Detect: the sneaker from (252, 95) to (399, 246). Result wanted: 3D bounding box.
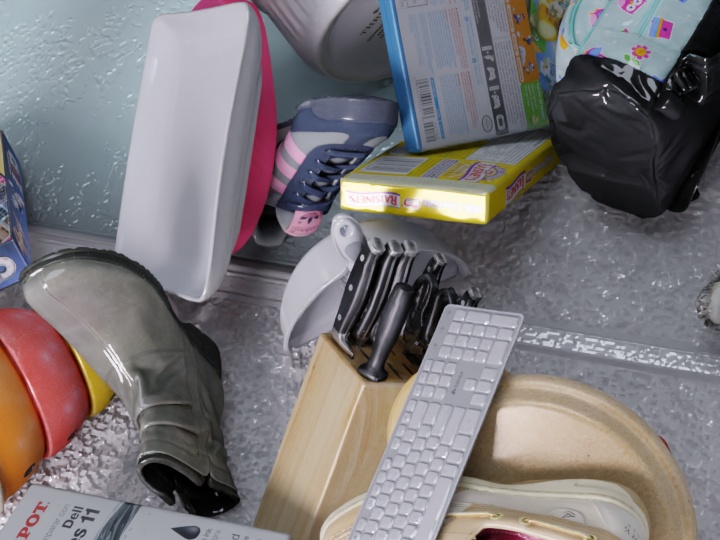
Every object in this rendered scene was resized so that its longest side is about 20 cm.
[{"bbox_3d":[-0.028,-0.068,1.311,0.070,0.200,0.082,5,78,-21],"label":"sneaker"}]

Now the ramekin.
[{"bbox_3d":[0.019,-0.222,1.376,0.202,0.202,0.094,-27,69,-2],"label":"ramekin"}]

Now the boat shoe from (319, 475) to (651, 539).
[{"bbox_3d":[0.065,0.163,1.085,0.200,0.074,0.069,-9,25,19],"label":"boat shoe"}]

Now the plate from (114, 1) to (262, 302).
[{"bbox_3d":[-0.117,-0.082,1.312,0.200,0.032,0.200,9,91,65],"label":"plate"}]

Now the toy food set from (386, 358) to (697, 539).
[{"bbox_3d":[0.104,0.156,1.140,0.200,0.049,0.198,7,104,15],"label":"toy food set"}]

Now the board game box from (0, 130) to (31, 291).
[{"bbox_3d":[-0.315,-0.026,1.388,0.135,0.035,0.200,-24,29,0],"label":"board game box"}]

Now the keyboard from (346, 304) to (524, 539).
[{"bbox_3d":[0.039,0.108,1.096,0.056,0.011,0.200,3,60,40],"label":"keyboard"}]

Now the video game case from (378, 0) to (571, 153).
[{"bbox_3d":[0.106,-0.168,1.311,0.200,0.018,0.143,-13,95,-30],"label":"video game case"}]

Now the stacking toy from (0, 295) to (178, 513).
[{"bbox_3d":[-0.214,0.067,1.313,0.200,0.146,0.146,-28,54,-21],"label":"stacking toy"}]

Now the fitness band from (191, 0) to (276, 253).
[{"bbox_3d":[-0.105,-0.108,1.369,0.037,0.144,0.200,6,54,-24],"label":"fitness band"}]

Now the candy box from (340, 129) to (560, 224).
[{"bbox_3d":[0.067,-0.070,1.286,0.102,0.026,0.200,9,18,19],"label":"candy box"}]

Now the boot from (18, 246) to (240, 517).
[{"bbox_3d":[-0.141,0.077,1.230,0.068,0.200,0.131,-28,49,18],"label":"boot"}]

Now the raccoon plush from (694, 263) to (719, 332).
[{"bbox_3d":[0.266,-0.022,1.266,0.134,0.097,0.200,-39,25,7],"label":"raccoon plush"}]

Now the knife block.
[{"bbox_3d":[-0.004,0.081,1.193,0.200,0.176,0.064,-35,40,-7],"label":"knife block"}]

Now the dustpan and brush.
[{"bbox_3d":[0.000,0.000,1.232,0.139,0.200,0.057,-24,57,-1],"label":"dustpan and brush"}]

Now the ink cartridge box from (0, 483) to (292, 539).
[{"bbox_3d":[-0.149,0.226,1.180,0.200,0.083,0.147,7,46,25],"label":"ink cartridge box"}]

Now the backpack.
[{"bbox_3d":[0.206,-0.156,1.270,0.126,0.167,0.200,25,69,15],"label":"backpack"}]
